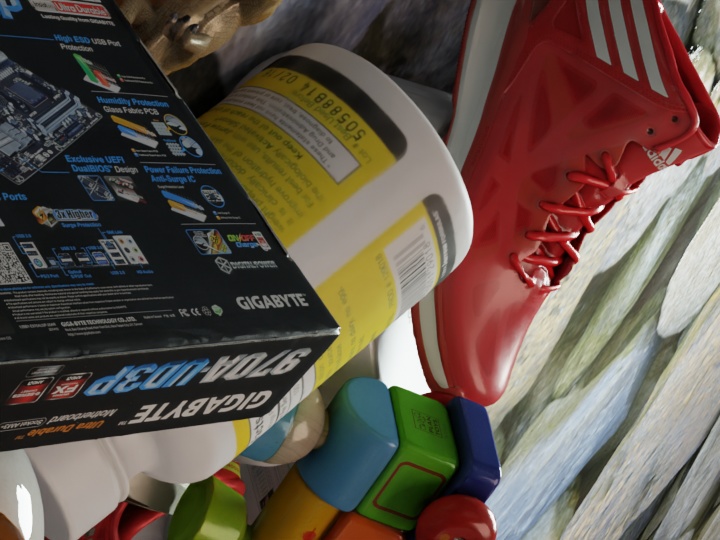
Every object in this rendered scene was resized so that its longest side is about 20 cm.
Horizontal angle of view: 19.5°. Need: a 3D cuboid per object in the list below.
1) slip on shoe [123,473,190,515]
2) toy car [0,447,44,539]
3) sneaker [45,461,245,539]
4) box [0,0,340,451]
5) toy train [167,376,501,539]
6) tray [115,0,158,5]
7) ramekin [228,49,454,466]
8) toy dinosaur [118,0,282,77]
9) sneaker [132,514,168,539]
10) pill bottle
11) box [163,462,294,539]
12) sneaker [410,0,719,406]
[{"bbox_3d":[-0.125,0.056,0.891,0.200,0.076,0.061,36,68,-52],"label":"slip on shoe"},{"bbox_3d":[-0.163,0.077,0.624,0.184,0.200,0.178,-17,139,-48],"label":"toy car"},{"bbox_3d":[-0.083,0.078,1.030,0.200,0.085,0.077,-46,160,-25],"label":"sneaker"},{"bbox_3d":[-0.116,-0.023,0.616,0.046,0.159,0.199,-48,156,28],"label":"box"},{"bbox_3d":[-0.035,0.127,0.908,0.200,0.115,0.085,-56,-156,27],"label":"toy train"},{"bbox_3d":[-0.101,-0.138,0.710,0.099,0.037,0.200,-54,160,-3],"label":"tray"},{"bbox_3d":[0.000,0.000,0.982,0.202,0.094,0.204,-31,126,-56],"label":"ramekin"},{"bbox_3d":[-0.048,-0.107,0.779,0.200,0.058,0.101,-41,173,-20],"label":"toy dinosaur"},{"bbox_3d":[-0.141,0.214,1.065,0.200,0.115,0.075,-50,161,-17],"label":"sneaker"},{"bbox_3d":[-0.061,0.010,0.799,0.200,0.111,0.112,-39,156,-24],"label":"pill bottle"},{"bbox_3d":[-0.038,0.128,1.104,0.200,0.036,0.145,-48,-152,15],"label":"box"},{"bbox_3d":[0.093,-0.033,0.919,0.078,0.115,0.201,12,86,-62],"label":"sneaker"}]
